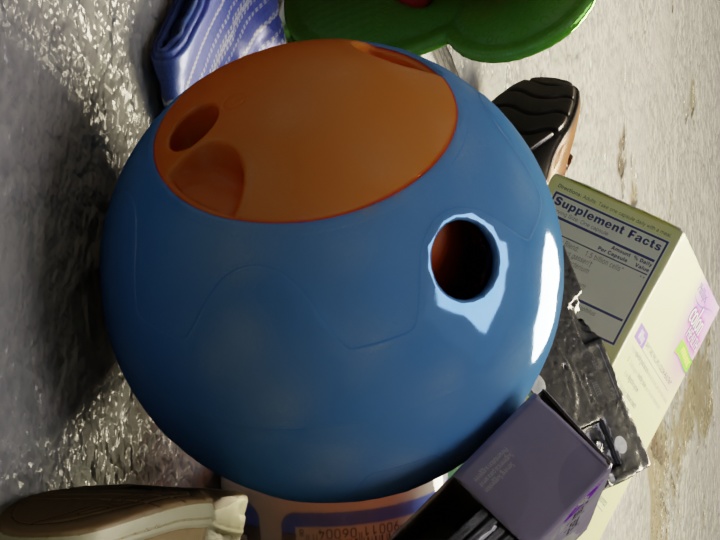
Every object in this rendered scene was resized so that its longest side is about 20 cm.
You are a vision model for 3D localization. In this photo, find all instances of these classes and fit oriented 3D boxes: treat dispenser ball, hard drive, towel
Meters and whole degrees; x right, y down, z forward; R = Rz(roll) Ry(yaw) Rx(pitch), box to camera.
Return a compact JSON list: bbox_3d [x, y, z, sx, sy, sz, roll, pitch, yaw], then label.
[{"bbox_3d":[-0.013,0.000,1.138,0.201,0.201,0.201,1,90,-74],"label":"treat dispenser ball"},{"bbox_3d":[0.066,0.075,1.433,0.200,0.038,0.140,-21,88,-49],"label":"hard drive"},{"bbox_3d":[-0.056,-0.070,1.302,0.145,0.024,0.200,-70,155,-46],"label":"towel"}]

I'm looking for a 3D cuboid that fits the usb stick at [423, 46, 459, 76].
[{"bbox_3d":[0.031,-0.140,1.582,0.200,0.033,0.056,62,26,-59],"label":"usb stick"}]

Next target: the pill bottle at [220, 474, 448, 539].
[{"bbox_3d":[-0.009,0.187,1.317,0.114,0.114,0.200,-37,126,-70],"label":"pill bottle"}]

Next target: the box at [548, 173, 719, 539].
[{"bbox_3d":[0.138,0.066,1.726,0.200,0.097,0.176,-61,158,-8],"label":"box"}]

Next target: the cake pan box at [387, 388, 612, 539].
[{"bbox_3d":[0.027,0.146,1.161,0.184,0.052,0.200,-45,169,-10],"label":"cake pan box"}]

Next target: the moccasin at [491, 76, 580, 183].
[{"bbox_3d":[0.105,-0.050,1.767,0.078,0.074,0.202,77,22,-47],"label":"moccasin"}]

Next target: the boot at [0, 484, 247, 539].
[{"bbox_3d":[-0.097,0.168,1.095,0.200,0.073,0.156,16,76,-78],"label":"boot"}]

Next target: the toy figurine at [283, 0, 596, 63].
[{"bbox_3d":[0.010,-0.209,1.293,0.150,0.200,0.184,-44,131,-15],"label":"toy figurine"}]
